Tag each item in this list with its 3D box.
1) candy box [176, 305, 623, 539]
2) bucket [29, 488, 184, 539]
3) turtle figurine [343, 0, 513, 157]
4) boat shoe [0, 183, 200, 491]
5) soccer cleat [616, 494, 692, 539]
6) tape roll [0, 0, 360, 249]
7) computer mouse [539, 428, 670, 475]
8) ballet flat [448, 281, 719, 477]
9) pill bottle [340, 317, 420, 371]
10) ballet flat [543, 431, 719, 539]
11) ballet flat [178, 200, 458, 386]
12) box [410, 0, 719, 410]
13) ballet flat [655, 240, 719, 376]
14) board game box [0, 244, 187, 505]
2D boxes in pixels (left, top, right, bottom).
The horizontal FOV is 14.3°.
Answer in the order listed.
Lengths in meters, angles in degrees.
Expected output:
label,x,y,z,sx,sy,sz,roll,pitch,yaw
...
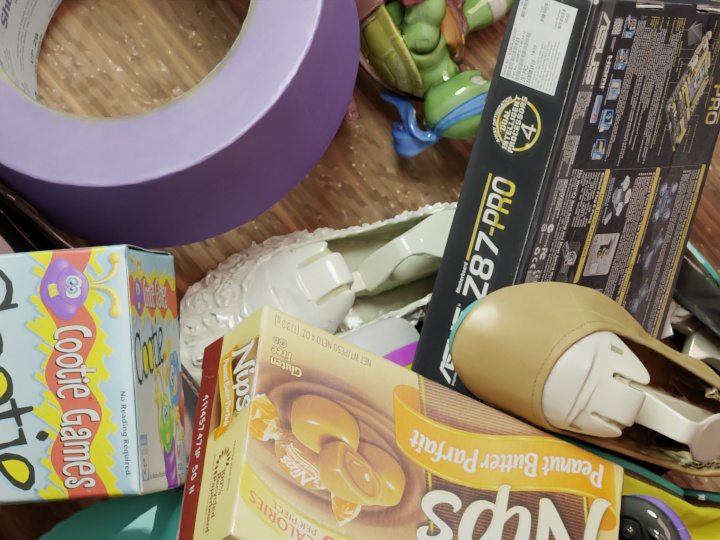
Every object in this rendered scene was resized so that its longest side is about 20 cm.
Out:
label,x,y,z,sx,sy,sz,roll,pitch,yaw
candy box,0.020,0.109,1.256,0.200,0.055,0.116,26,53,-25
bucket,-0.097,0.199,1.280,0.207,0.135,0.208,6,69,-15
turtle figurine,0.043,-0.178,1.450,0.194,0.200,0.144,52,37,11
boat shoe,-0.143,0.029,1.357,0.200,0.073,0.075,40,65,-2
soccer cleat,0.155,0.181,1.369,0.073,0.068,0.200,-39,124,-38
tape roll,-0.104,-0.117,1.369,0.199,0.085,0.201,-4,69,10
computer mouse,0.177,0.083,1.439,0.199,0.059,0.034,10,61,-3
ballet flat,0.122,0.053,1.318,0.200,0.063,0.069,18,102,-47
pill bottle,0.028,0.130,1.362,0.104,0.104,0.200,-28,82,-24
ballet flat,0.141,0.128,1.398,0.200,0.067,0.067,18,83,-39
ballet flat,0.000,0.000,1.419,0.200,0.072,0.072,-19,79,-22
box,0.108,-0.038,1.358,0.161,0.049,0.201,-4,113,-53
ballet flat,0.169,0.031,1.465,0.200,0.068,0.068,41,73,-1
board game box,-0.182,0.049,1.211,0.199,0.105,0.103,-5,88,7
